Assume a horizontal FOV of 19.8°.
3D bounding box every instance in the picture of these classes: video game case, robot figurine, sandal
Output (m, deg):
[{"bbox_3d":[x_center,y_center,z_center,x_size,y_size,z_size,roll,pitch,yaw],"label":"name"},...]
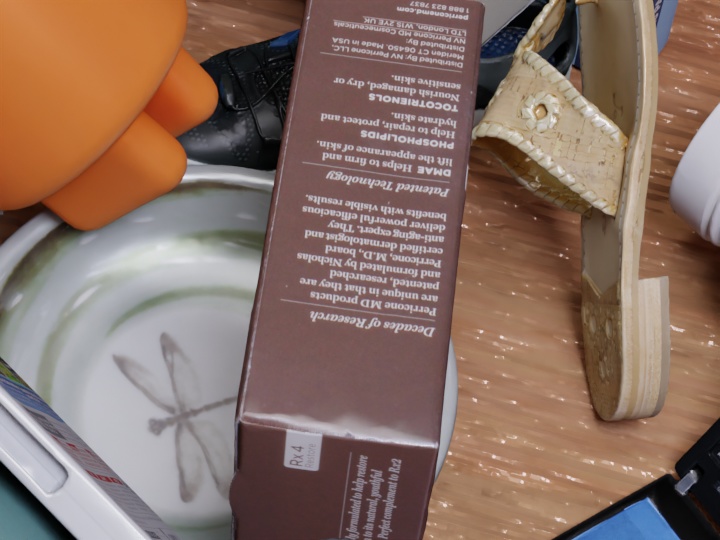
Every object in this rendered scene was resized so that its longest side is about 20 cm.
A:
[{"bbox_3d":[-0.121,0.040,0.671,0.018,0.143,0.200,-45,85,-6],"label":"video game case"},{"bbox_3d":[-0.145,-0.102,0.771,0.144,0.200,0.117,-49,24,-6],"label":"robot figurine"},{"bbox_3d":[0.078,-0.045,0.828,0.069,0.078,0.213,-4,87,-12],"label":"sandal"}]

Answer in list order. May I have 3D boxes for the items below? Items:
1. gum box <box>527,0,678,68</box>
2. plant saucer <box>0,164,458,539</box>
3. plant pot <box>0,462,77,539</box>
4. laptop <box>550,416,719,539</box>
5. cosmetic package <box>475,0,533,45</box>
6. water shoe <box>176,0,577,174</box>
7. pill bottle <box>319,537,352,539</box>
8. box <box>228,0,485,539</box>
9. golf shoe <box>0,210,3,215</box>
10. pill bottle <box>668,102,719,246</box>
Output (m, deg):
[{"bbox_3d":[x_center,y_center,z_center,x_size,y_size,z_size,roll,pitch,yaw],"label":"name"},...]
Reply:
[{"bbox_3d":[0.056,-0.189,0.910,0.199,0.170,0.045,30,58,16],"label":"gum box"},{"bbox_3d":[-0.062,0.051,0.808,0.199,0.050,0.201,2,56,-3],"label":"plant saucer"},{"bbox_3d":[-0.162,0.136,0.628,0.199,0.161,0.202,2,84,-16],"label":"plant pot"},{"bbox_3d":[0.159,0.124,0.742,0.103,0.200,0.178,-1,47,-51],"label":"laptop"},{"bbox_3d":[-0.006,-0.189,0.848,0.200,0.104,0.073,38,60,18],"label":"cosmetic package"},{"bbox_3d":[-0.002,-0.094,0.895,0.199,0.079,0.072,-15,57,-14],"label":"water shoe"},{"bbox_3d":[0.024,0.177,0.625,0.111,0.200,0.112,-22,36,17],"label":"pill bottle"},{"bbox_3d":[0.000,0.000,0.758,0.074,0.100,0.201,9,56,1],"label":"box"},{"bbox_3d":[-0.197,-0.006,0.789,0.091,0.075,0.201,40,31,-20],"label":"golf shoe"},{"bbox_3d":[0.225,0.004,0.826,0.113,0.113,0.200,-36,65,-25],"label":"pill bottle"}]
